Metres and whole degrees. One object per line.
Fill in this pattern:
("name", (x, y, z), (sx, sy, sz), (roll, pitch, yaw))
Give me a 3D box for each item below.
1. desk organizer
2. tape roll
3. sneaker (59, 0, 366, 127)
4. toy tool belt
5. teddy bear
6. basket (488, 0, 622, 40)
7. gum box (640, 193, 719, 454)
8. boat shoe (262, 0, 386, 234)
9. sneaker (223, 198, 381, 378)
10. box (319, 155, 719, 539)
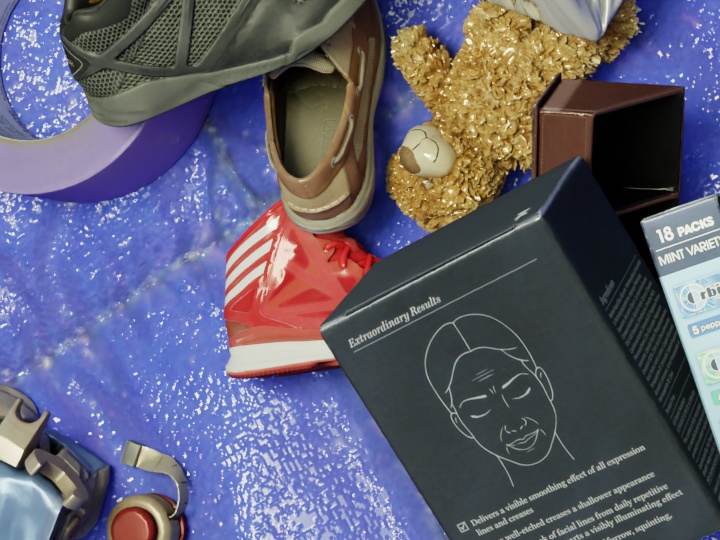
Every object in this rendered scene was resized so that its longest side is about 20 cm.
("desk organizer", (0.143, -0.008, 1.197), (0.077, 0.072, 0.201), (5, 112, 15))
("tape roll", (-0.198, -0.146, 1.344), (0.199, 0.085, 0.201), (-1, 88, 18))
("sneaker", (-0.089, -0.170, 1.216), (0.199, 0.114, 0.076), (-21, 40, 5))
("toy tool belt", (-0.222, 0.144, 1.319), (0.200, 0.123, 0.125), (21, 94, 18))
("teddy bear", (0.084, -0.114, 1.258), (0.200, 0.067, 0.145), (-38, 75, 12))
("basket", (0.082, -0.246, 1.170), (0.123, 0.200, 0.136), (21, 74, 38))
("gum box", (0.212, 0.058, 1.068), (0.044, 0.170, 0.201), (-20, 87, 19))
("boat shoe", (-0.025, -0.125, 1.273), (0.075, 0.072, 0.201), (-11, 65, 13))
("sneaker", (0.000, 0.000, 1.276), (0.199, 0.078, 0.116), (-10, 86, 17))
("box", (0.100, 0.066, 1.138), (0.148, 0.107, 0.200), (-27, 100, 26))
